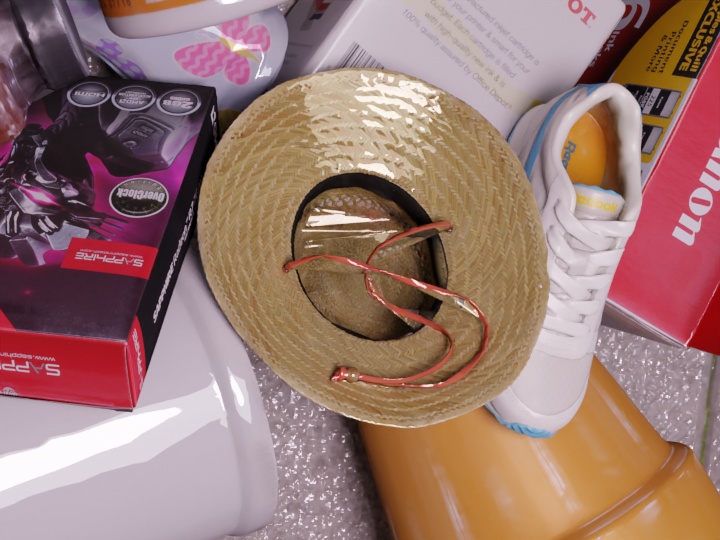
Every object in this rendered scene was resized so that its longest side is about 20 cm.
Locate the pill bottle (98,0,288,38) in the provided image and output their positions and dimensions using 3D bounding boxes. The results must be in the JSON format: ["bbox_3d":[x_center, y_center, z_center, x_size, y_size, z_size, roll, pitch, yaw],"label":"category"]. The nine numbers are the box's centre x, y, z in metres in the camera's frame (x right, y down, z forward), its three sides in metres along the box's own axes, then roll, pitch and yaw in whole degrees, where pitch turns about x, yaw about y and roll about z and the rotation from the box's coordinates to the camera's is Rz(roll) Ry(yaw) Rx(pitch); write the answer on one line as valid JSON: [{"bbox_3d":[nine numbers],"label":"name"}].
[{"bbox_3d":[-0.096,-0.223,1.051,0.112,0.112,0.201,-21,106,-21],"label":"pill bottle"}]

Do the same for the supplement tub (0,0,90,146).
[{"bbox_3d":[-0.240,-0.095,1.070,0.199,0.107,0.107,-22,108,-1],"label":"supplement tub"}]

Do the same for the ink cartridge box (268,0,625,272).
[{"bbox_3d":[0.037,-0.121,1.239,0.145,0.083,0.200,40,81,-25],"label":"ink cartridge box"}]

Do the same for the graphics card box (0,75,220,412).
[{"bbox_3d":[-0.151,-0.021,1.090,0.125,0.200,0.051,6,133,9],"label":"graphics card box"}]

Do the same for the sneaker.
[{"bbox_3d":[0.107,-0.009,1.169,0.076,0.081,0.201,15,72,-18],"label":"sneaker"}]

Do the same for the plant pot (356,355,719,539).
[{"bbox_3d":[0.087,0.115,1.253,0.200,0.200,0.184,-30,94,-18],"label":"plant pot"}]

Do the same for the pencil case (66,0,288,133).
[{"bbox_3d":[-0.134,-0.153,1.154,0.200,0.083,0.091,35,109,-26],"label":"pencil case"}]

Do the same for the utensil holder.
[{"bbox_3d":[-0.168,0.089,1.128,0.199,0.170,0.170,-19,106,-21],"label":"utensil holder"}]

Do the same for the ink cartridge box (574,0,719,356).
[{"bbox_3d":[0.187,-0.064,1.268,0.084,0.175,0.200,29,85,-26],"label":"ink cartridge box"}]

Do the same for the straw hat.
[{"bbox_3d":[0.000,0.000,1.148,0.200,0.085,0.202,4,69,-11],"label":"straw hat"}]
